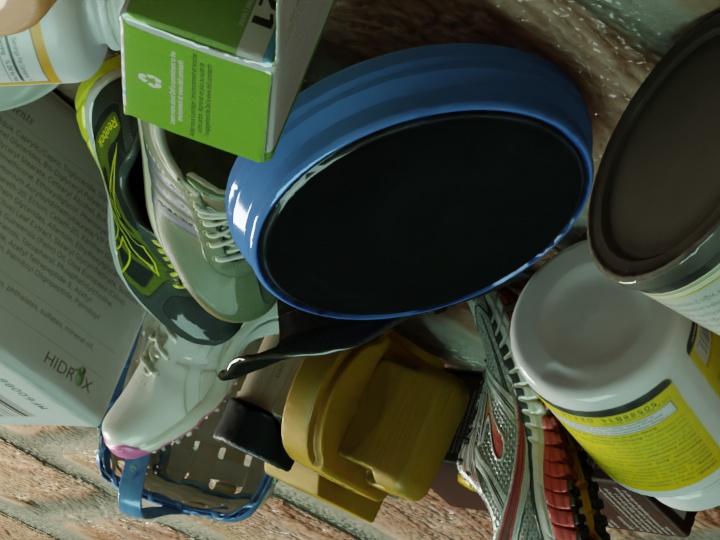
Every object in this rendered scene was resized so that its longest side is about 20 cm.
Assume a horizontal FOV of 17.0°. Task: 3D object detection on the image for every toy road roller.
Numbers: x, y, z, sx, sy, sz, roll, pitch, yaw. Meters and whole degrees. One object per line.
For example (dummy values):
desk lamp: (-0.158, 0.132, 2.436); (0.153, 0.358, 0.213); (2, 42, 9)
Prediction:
toy road roller: (0.012, 0.101, 1.601); (0.146, 0.123, 0.200); (21, 173, 33)

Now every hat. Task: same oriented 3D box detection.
hat: (0.000, 0.000, 1.441); (0.200, 0.081, 0.201); (-18, -179, 0)

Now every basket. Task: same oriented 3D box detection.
basket: (-0.111, 0.085, 1.675); (0.139, 0.176, 0.200); (13, 177, 19)

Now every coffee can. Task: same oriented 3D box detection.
coffee can: (0.230, -0.017, 1.153); (0.200, 0.146, 0.146); (28, 157, -22)

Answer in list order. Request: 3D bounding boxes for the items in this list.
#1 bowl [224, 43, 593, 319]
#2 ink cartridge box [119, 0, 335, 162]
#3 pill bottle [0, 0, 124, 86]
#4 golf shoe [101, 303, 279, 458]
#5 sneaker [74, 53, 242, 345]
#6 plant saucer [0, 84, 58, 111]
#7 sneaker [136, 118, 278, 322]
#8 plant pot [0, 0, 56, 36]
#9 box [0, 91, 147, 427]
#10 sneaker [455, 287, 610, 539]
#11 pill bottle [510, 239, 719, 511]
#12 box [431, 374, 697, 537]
bowl: (0.029, -0.041, 1.272); (0.200, 0.039, 0.201); (-12, 148, -8)
ink cartridge box: (-0.046, -0.159, 1.041); (0.076, 0.148, 0.200); (19, 158, 5)
pill bottle: (-0.196, -0.147, 1.217); (0.200, 0.109, 0.109); (-2, 156, 6)
golf shoe: (-0.103, 0.029, 1.524); (0.092, 0.200, 0.075); (44, 177, -32)
sneaker: (-0.114, -0.027, 1.413); (0.085, 0.074, 0.200); (-123, 9, -55)
plant saucer: (-0.255, -0.140, 1.336); (0.200, 0.050, 0.200); (9, 144, 6)
sneaker: (-0.080, -0.047, 1.312); (0.090, 0.067, 0.200); (-128, 22, -60)
plant pot: (-0.180, -0.198, 1.072); (0.200, 0.140, 0.200); (16, 158, 7)
box: (-0.261, -0.017, 1.538); (0.199, 0.171, 0.200); (-3, 147, 44)
sneaker: (0.091, 0.100, 1.503); (0.082, 0.200, 0.078); (-18, 160, 21)
pill bottle: (0.176, 0.071, 1.466); (0.111, 0.111, 0.200); (6, 155, 31)
box: (0.134, 0.129, 1.700); (0.200, 0.075, 0.100); (3, 154, 33)
